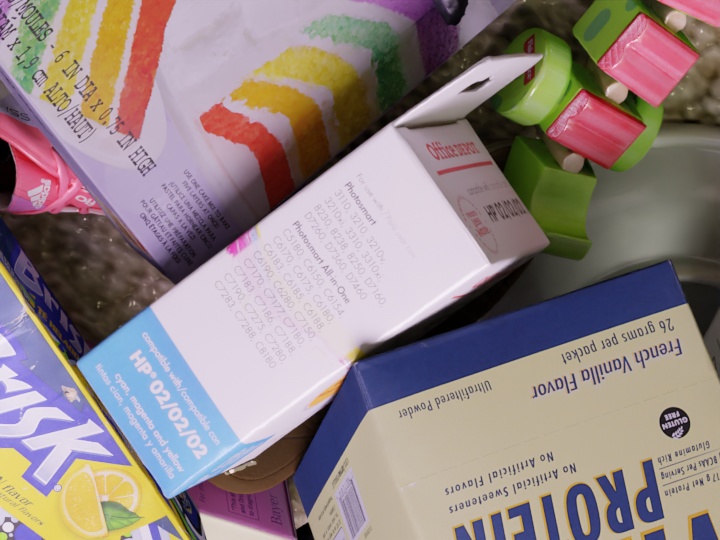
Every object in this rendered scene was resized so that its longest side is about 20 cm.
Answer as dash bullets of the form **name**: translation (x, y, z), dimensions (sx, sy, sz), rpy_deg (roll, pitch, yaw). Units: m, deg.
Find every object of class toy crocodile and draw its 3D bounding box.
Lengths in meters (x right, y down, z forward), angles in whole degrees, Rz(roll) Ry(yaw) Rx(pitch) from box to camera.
- **toy crocodile**: translation (0.115, -0.097, 1.108), dimensions (0.067, 0.062, 0.201), rpy_deg (25, 107, -27)

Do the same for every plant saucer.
- **plant saucer**: translation (0.129, 0.028, 1.232), dimensions (0.198, 0.050, 0.201), rpy_deg (-6, 130, -7)

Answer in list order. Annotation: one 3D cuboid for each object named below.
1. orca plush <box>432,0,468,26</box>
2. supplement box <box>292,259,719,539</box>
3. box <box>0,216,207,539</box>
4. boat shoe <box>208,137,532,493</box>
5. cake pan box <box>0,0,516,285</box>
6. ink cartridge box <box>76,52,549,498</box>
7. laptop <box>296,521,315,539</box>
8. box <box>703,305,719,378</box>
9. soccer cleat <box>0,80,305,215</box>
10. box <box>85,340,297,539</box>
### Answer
- **orca plush**: translation (0.108, -0.135, 0.979), dimensions (0.071, 0.106, 0.199), rpy_deg (21, 141, -41)
- **supplement box**: translation (0.077, 0.133, 1.082), dimensions (0.133, 0.201, 0.200), rpy_deg (-18, 167, -13)
- **box**: translation (-0.133, 0.059, 1.082), dimensions (0.070, 0.064, 0.201), rpy_deg (-29, 123, 2)
- **boat shoe**: translation (-0.003, 0.007, 1.178), dimensions (0.200, 0.066, 0.074), rpy_deg (-39, 126, 4)
- **cake pan box**: translation (-0.058, -0.122, 1.033), dimensions (0.184, 0.052, 0.200), rpy_deg (-40, 127, -8)
- **ink cartridge box**: translation (0.000, 0.000, 1.066), dimensions (0.200, 0.115, 0.068), rpy_deg (-37, 85, 16)
- **laptop**: translation (-0.036, 0.232, 1.265), dimensions (0.115, 0.188, 0.200), rpy_deg (32, 161, -5)
- **box**: translation (0.239, 0.083, 1.204), dimensions (0.199, 0.131, 0.200), rpy_deg (-8, 135, -38)
- **soccer cleat**: translation (-0.114, -0.044, 1.107), dimensions (0.199, 0.077, 0.067), rpy_deg (12, 126, -20)
- **box**: translation (-0.159, 0.122, 1.222), dimensions (0.199, 0.097, 0.176), rpy_deg (18, 123, -25)
